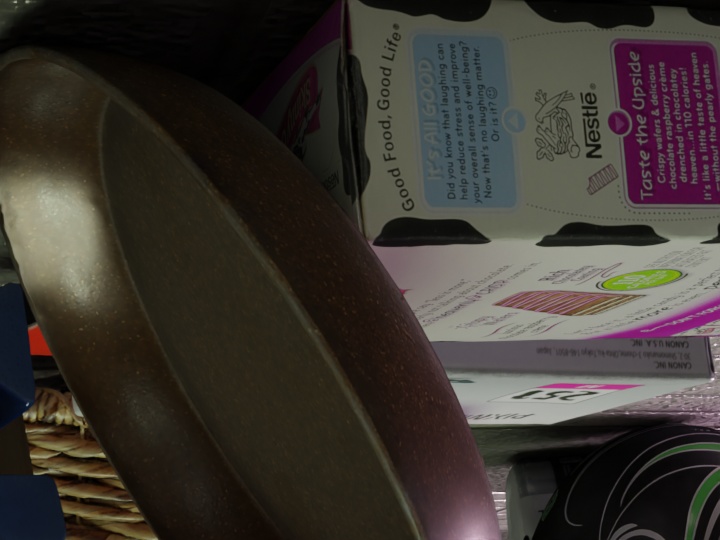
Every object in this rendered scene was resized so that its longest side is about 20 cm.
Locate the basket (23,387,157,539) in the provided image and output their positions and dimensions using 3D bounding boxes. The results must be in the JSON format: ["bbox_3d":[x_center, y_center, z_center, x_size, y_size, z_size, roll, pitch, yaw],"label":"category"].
[{"bbox_3d":[-0.158,0.080,0.855,0.198,0.150,0.143,6,-155,1],"label":"basket"}]

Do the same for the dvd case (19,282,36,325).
[{"bbox_3d":[0.000,0.000,0.702,0.198,0.025,0.150,2,166,-31],"label":"dvd case"}]

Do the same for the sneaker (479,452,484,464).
[{"bbox_3d":[-0.017,0.081,0.756,0.070,0.076,0.200,6,-172,-20],"label":"sneaker"}]

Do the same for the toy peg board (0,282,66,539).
[{"bbox_3d":[-0.140,0.035,0.432,0.198,0.202,0.098,6,150,-40],"label":"toy peg board"}]

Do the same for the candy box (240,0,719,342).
[{"bbox_3d":[0.069,-0.021,0.532,0.198,0.062,0.136,-1,168,-20],"label":"candy box"}]

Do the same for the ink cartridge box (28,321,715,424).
[{"bbox_3d":[-0.010,0.032,0.688,0.199,0.044,0.173,4,164,-34],"label":"ink cartridge box"}]

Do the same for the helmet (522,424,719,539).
[{"bbox_3d":[0.214,0.196,1.315,0.191,0.201,0.200,-42,-169,-33],"label":"helmet"}]

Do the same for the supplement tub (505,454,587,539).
[{"bbox_3d":[0.210,0.193,1.469,0.198,0.124,0.123,-5,168,0],"label":"supplement tub"}]

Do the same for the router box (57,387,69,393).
[{"bbox_3d":[-0.059,0.085,1.017,0.148,0.052,0.200,-12,166,25],"label":"router box"}]

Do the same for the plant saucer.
[{"bbox_3d":[-0.026,0.030,0.490,0.034,0.201,0.200,-30,178,-22],"label":"plant saucer"}]
